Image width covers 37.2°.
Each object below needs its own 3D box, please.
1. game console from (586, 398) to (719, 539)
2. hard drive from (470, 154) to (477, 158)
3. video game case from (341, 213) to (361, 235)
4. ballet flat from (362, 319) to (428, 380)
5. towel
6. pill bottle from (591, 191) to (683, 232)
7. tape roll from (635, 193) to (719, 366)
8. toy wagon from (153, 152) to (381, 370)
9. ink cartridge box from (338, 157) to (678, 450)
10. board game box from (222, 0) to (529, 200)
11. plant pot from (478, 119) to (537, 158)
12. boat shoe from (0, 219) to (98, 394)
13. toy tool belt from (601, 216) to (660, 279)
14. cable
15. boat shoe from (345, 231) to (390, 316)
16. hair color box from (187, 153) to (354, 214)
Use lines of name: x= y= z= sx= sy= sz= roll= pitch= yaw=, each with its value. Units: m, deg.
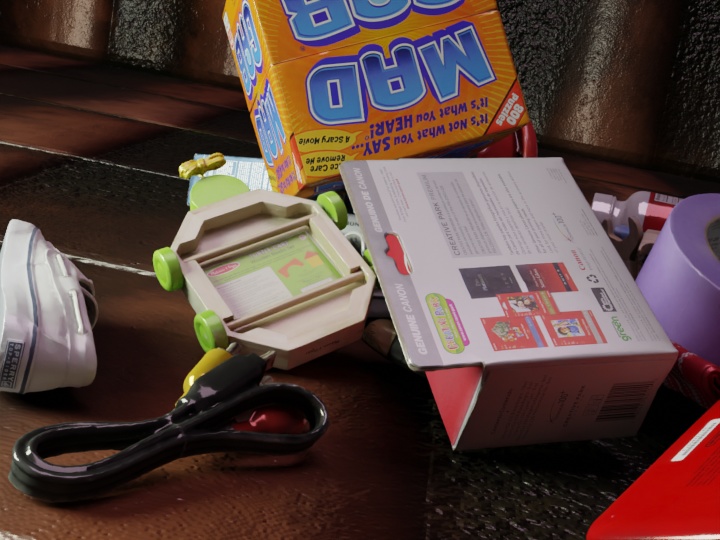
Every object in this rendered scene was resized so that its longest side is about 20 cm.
game console: x=0.251 y=0.135 z=0.559 sx=0.200 sy=0.119 sz=0.172 roll=-29 pitch=5 yaw=-39
hard drive: x=0.021 y=-0.091 z=1.190 sx=0.200 sy=0.140 sz=0.038 roll=16 pitch=15 yaw=20
video game case: x=-0.016 y=-0.038 z=1.054 sx=0.181 sy=0.023 sz=0.200 roll=7 pitch=-2 yaw=8
ballet flat: x=0.100 y=0.061 z=0.786 sx=0.200 sy=0.057 sz=0.066 roll=12 pitch=12 yaw=7
towel: x=0.234 y=0.076 z=0.780 sx=0.145 sy=0.023 sz=0.200 roll=37 pitch=2 yaw=-25
pill bottle: x=0.366 y=-0.030 z=1.262 sx=0.200 sy=0.112 sz=0.112 roll=13 pitch=13 yaw=14
tape roll: x=0.345 y=0.024 z=0.925 sx=0.200 sy=0.085 sz=0.200 roll=12 pitch=36 yaw=-9
toy wagon: x=-0.075 y=-0.014 z=0.807 sx=0.155 sy=0.040 sz=0.200 roll=-21 pitch=52 yaw=-27
ink cartridge box: x=0.082 y=0.015 z=0.718 sx=0.175 sy=0.084 sz=0.200 roll=-1 pitch=43 yaw=-16
board game box: x=0.003 y=-0.185 z=0.963 sx=0.199 sy=0.200 sz=0.200 roll=-16 pitch=0 yaw=-11
plant pot: x=0.109 y=-0.135 z=1.323 sx=0.182 sy=0.201 sz=0.200 roll=10 pitch=13 yaw=-18
boat shoe: x=-0.205 y=0.026 z=0.696 sx=0.065 sy=0.074 sz=0.200 roll=11 pitch=22 yaw=-21
toy tool belt: x=0.300 y=-0.008 z=1.093 sx=0.200 sy=0.123 sz=0.125 roll=15 pitch=14 yaw=20
cable: x=-0.093 y=0.094 z=0.584 sx=0.097 sy=0.050 sz=0.200 roll=34 pitch=34 yaw=20
boat shoe: x=0.000 y=0.000 z=0.914 sx=0.200 sy=0.065 sz=0.074 roll=0 pitch=17 yaw=-39
hair color box: x=-0.074 y=-0.082 z=1.145 sx=0.200 sy=0.061 sz=0.100 roll=7 pitch=-3 yaw=27
